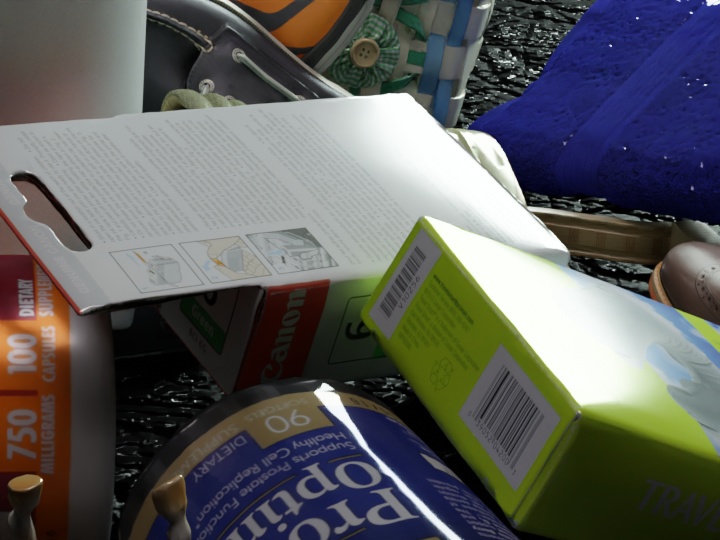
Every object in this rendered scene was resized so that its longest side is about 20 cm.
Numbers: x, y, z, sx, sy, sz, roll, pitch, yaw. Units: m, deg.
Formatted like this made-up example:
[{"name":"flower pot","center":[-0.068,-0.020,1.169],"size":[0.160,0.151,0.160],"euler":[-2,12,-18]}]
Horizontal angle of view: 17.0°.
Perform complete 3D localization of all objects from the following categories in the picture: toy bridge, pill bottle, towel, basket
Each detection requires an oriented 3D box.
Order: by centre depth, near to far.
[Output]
[{"name":"pill bottle","center":[0.012,0.122,0.700],"size":[0.112,0.112,0.200],"euler":[-8,27,-26]},{"name":"pill bottle","center":[-0.186,0.051,0.814],"size":[0.200,0.113,0.113],"euler":[-1,25,-11]},{"name":"toy bridge","center":[0.069,-0.007,1.090],"size":[0.200,0.027,0.067],"euler":[-4,26,-19]},{"name":"towel","center":[0.160,-0.075,1.154],"size":[0.200,0.050,0.148],"euler":[12,50,48]},{"name":"basket","center":[-0.027,-0.164,1.237],"size":[0.200,0.177,0.139],"euler":[16,18,4]}]

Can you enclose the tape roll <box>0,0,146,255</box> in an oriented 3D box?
[{"name":"tape roll","center":[-0.182,-0.092,0.922],"size":[0.202,0.139,0.203],"euler":[4,27,-2]}]

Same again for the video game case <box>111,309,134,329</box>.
[{"name":"video game case","center":[-0.195,-0.026,0.969],"size":[0.181,0.023,0.200],"euler":[-2,27,-14]}]

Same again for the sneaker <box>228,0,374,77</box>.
[{"name":"sneaker","center":[-0.094,-0.123,1.137],"size":[0.200,0.078,0.112],"euler":[-21,-33,31]}]

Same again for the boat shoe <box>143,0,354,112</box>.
[{"name":"boat shoe","center":[-0.057,-0.072,1.092],"size":[0.200,0.073,0.063],"euler":[27,19,-20]}]

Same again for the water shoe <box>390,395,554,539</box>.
[{"name":"water shoe","center":[0.059,0.077,0.843],"size":[0.200,0.079,0.072],"euler":[-1,25,-12]}]

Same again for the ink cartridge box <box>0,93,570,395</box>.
[{"name":"ink cartridge box","center":[-0.038,-0.008,0.837],"size":[0.200,0.050,0.109],"euler":[-8,39,-35]}]

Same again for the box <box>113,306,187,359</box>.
[{"name":"box","center":[-0.165,-0.022,1.049],"size":[0.157,0.050,0.200],"euler":[-7,27,-25]}]

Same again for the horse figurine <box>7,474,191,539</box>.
[{"name":"horse figurine","center":[-0.105,0.113,0.710],"size":[0.200,0.133,0.050],"euler":[8,24,38]}]

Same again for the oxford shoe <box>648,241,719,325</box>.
[{"name":"oxford shoe","center":[0.198,0.021,0.998],"size":[0.071,0.073,0.200],"euler":[-14,30,-34]}]

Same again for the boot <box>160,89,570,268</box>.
[{"name":"boot","center":[0.000,0.000,0.953],"size":[0.154,0.072,0.200],"euler":[10,33,-23]}]

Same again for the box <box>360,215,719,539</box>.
[{"name":"box","center":[0.109,0.056,0.798],"size":[0.200,0.048,0.122],"euler":[19,21,-34]}]
